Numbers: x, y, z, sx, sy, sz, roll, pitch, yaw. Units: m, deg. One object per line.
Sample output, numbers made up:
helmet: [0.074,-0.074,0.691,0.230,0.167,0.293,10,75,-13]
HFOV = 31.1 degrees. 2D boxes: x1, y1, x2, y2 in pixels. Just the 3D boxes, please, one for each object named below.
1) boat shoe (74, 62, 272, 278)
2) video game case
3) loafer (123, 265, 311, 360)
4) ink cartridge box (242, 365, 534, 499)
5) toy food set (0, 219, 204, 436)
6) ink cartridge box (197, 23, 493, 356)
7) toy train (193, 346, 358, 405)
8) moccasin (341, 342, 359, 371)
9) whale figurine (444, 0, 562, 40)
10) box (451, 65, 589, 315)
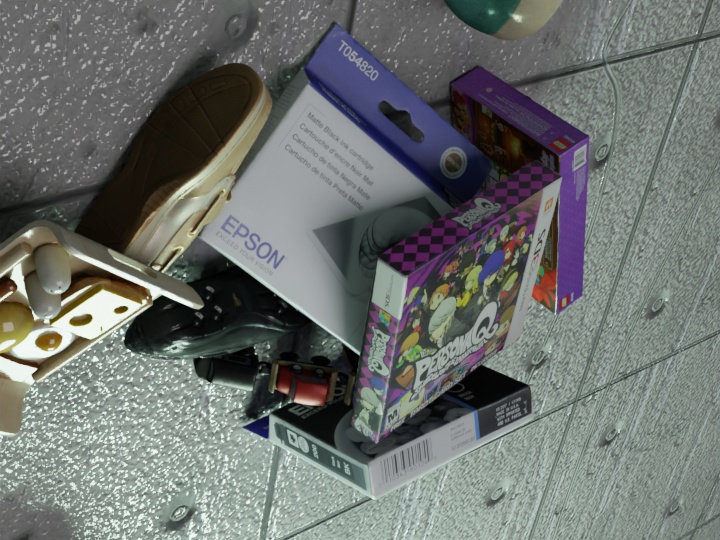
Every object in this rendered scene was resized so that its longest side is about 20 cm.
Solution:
boat shoe: [-0.131,-0.064,0.949,0.200,0.074,0.069,-46,148,11]
video game case: [0.078,0.024,1.057,0.199,0.036,0.182,-31,143,-38]
loafer: [-0.111,0.033,1.068,0.070,0.069,0.200,-25,172,37]
ink cartridge box: [0.021,0.125,1.188,0.197,0.199,0.044,-21,114,-35]
toy food set: [-0.225,0.050,0.905,0.199,0.061,0.143,-32,149,20]
ink cartridge box: [-0.003,-0.057,1.030,0.199,0.041,0.201,37,86,-27]
toy train: [-0.045,0.094,1.106,0.198,0.046,0.034,10,115,-6]
moccasin: [-0.001,0.000,1.113,0.078,0.073,0.203,-36,134,-43]
whale figurine: [0.120,-0.280,0.981,0.103,0.159,0.201,17,113,-12]
box: [0.144,-0.070,1.175,0.039,0.137,0.201,-33,141,-22]
